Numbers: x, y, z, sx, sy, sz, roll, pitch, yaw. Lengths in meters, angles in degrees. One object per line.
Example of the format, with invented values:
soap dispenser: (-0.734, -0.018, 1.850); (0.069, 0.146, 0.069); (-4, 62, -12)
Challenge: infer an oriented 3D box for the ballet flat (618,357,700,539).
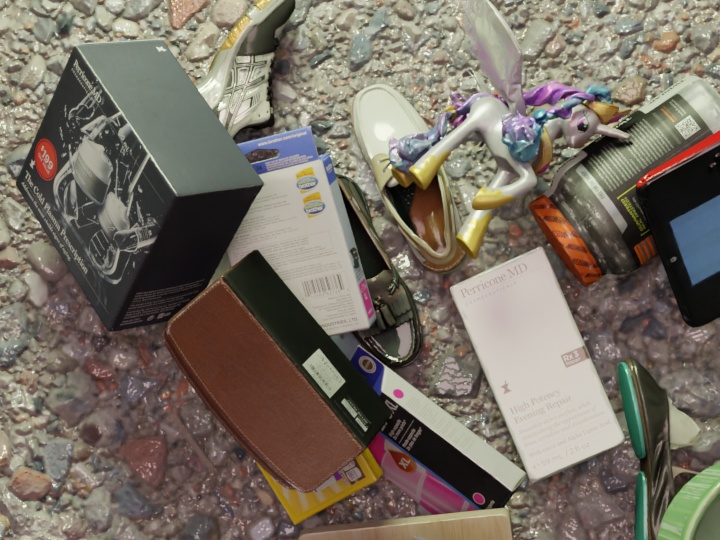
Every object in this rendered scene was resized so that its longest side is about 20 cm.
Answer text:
ballet flat: (0.284, 0.179, 1.722); (0.068, 0.068, 0.201); (-6, 93, -4)

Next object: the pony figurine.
pony figurine: (0.125, -0.136, 1.699); (0.200, 0.167, 0.193); (-38, 64, -10)

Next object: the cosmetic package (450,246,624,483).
cosmetic package: (0.166, 0.090, 1.737); (0.101, 0.074, 0.201); (-24, 82, 2)

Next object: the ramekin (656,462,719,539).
ramekin: (0.364, 0.262, 1.657); (0.199, 0.098, 0.201); (0, 90, -12)

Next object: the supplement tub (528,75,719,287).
supplement tub: (0.265, -0.080, 1.722); (0.200, 0.123, 0.123); (-35, 81, 0)

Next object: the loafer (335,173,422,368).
loafer: (0.000, 0.000, 1.770); (0.072, 0.063, 0.201); (-24, 81, 3)

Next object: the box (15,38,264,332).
box: (-0.210, -0.081, 1.709); (0.200, 0.104, 0.182); (53, 131, 27)

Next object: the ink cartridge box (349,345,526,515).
ink cartridge box: (0.054, 0.165, 1.733); (0.200, 0.095, 0.037); (39, 45, 11)

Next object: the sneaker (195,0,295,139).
sneaker: (-0.112, -0.183, 1.811); (0.087, 0.076, 0.201); (34, 91, -6)

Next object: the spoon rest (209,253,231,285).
spoon rest: (-0.135, -0.034, 1.792); (0.099, 0.061, 0.200); (44, 88, 9)

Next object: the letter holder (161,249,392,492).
letter holder: (-0.095, 0.109, 1.678); (0.142, 0.101, 0.200); (-39, 92, 21)

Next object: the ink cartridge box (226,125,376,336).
ink cartridge box: (-0.068, -0.031, 1.734); (0.119, 0.042, 0.201); (-13, 104, 17)

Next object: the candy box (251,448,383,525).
candy box: (-0.073, 0.134, 1.746); (0.102, 0.026, 0.201); (-31, 93, 24)

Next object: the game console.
game console: (0.353, -0.052, 1.684); (0.176, 0.200, 0.031); (-31, 41, -3)

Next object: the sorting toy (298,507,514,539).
sorting toy: (0.051, 0.333, 1.689); (0.197, 0.070, 0.201); (-7, 101, 7)

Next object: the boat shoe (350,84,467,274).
boat shoe: (0.049, -0.094, 1.774); (0.074, 0.068, 0.201); (-28, 81, 3)
